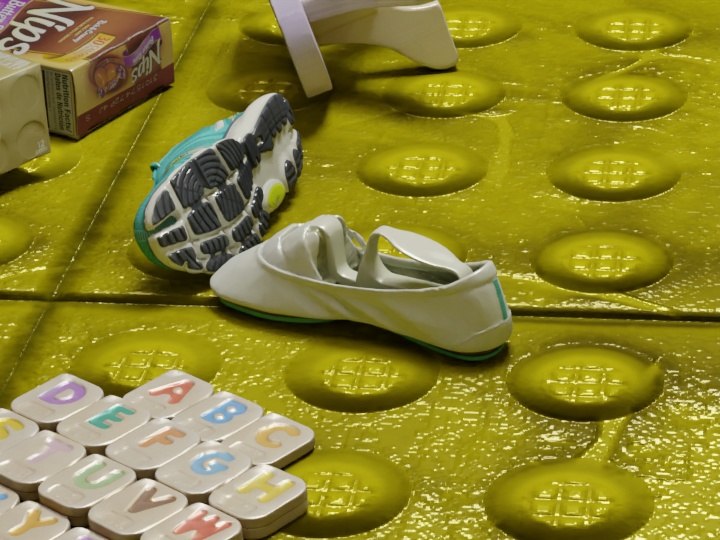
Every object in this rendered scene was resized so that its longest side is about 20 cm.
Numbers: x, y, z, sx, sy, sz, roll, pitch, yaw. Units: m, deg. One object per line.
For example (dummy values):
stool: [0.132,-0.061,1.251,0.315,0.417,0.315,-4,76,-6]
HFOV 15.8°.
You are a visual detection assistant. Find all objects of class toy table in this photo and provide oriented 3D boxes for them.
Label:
toy table: [-0.010,-0.207,1.847,0.117,0.184,0.200,-22,37,-1]

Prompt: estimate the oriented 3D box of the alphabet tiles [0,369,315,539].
alphabet tiles: [-0.128,0.107,1.390,0.199,0.015,0.195,21,35,39]

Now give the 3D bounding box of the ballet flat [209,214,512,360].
ballet flat: [0.000,0.000,1.533,0.199,0.070,0.069,12,30,28]

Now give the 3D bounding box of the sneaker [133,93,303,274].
sneaker: [-0.099,-0.048,1.653,0.079,0.078,0.200,-13,17,24]

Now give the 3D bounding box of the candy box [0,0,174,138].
candy box: [-0.247,-0.158,1.878,0.199,0.057,0.117,16,32,29]

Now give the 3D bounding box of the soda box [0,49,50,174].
soda box: [-0.298,-0.081,1.689,0.064,0.068,0.200,21,36,40]
